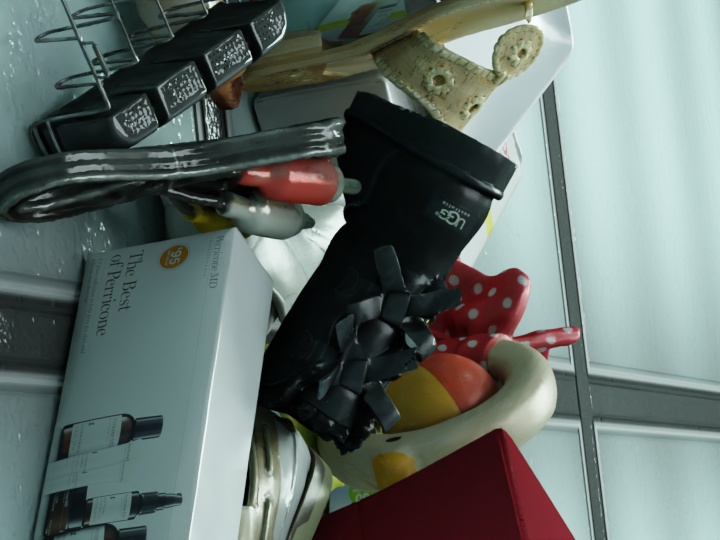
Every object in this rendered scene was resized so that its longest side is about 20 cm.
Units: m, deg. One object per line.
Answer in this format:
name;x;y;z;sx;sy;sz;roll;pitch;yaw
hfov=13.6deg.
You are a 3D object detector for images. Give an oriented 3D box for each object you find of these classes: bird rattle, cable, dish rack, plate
bird rattle;0.039;0.075;1.595;0.163;0.199;0.113;27;-50;61
cable;-0.076;-0.037;1.394;0.200;0.097;0.051;-8;79;-53
dish rack;-0.115;-0.164;1.411;0.153;0.054;0.201;-39;115;-45
plate;0.064;-0.179;1.724;0.200;0.032;0.201;-51;134;-55

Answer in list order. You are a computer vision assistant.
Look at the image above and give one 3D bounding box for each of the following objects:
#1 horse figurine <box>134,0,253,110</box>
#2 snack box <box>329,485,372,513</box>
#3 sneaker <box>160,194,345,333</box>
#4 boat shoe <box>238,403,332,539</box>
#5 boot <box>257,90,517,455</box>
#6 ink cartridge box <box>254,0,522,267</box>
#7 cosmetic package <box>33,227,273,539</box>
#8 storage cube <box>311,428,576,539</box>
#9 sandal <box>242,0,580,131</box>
horse figurine;-0.094;-0.151;1.526;0.133;0.050;0.200;-86;155;-50
snack box;0.038;0.148;1.744;0.169;0.067;0.201;43;44;-61
sneaker;-0.049;-0.008;1.579;0.200;0.075;0.093;7;83;-62
boat shoe;-0.072;0.144;1.446;0.068;0.074;0.200;51;33;-27
boot;0.001;0.000;1.499;0.163;0.073;0.198;-60;-165;0
ink cartridge box;0.020;-0.075;1.761;0.200;0.083;0.146;-56;133;-61
cosmetic package;-0.095;0.077;1.377;0.051;0.082;0.201;60;28;-47
storage cube;0.045;0.218;1.478;0.200;0.170;0.180;56;13;-31
sandal;0.034;-0.101;1.600;0.078;0.211;0.070;9;71;-69
